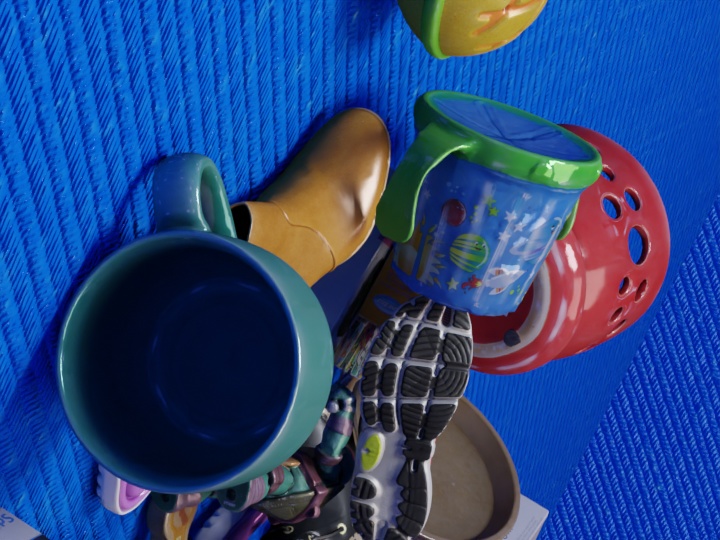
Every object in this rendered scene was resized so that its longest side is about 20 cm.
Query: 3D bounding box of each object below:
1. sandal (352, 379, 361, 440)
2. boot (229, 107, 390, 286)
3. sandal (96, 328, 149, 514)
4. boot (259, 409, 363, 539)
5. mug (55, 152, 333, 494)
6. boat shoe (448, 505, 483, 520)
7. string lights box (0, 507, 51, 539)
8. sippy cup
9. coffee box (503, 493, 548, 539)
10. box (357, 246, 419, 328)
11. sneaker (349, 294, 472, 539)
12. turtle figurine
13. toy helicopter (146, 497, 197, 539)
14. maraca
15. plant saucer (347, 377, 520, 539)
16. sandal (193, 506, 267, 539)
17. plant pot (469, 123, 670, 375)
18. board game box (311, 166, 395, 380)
[{"bbox_3d":[0.041,0.092,1.894,0.212,0.070,0.078,-72,152,-69],"label":"sandal"},{"bbox_3d":[-0.051,-0.032,1.489,0.201,0.071,0.144,-62,162,-4],"label":"boot"},{"bbox_3d":[-0.136,0.099,1.492,0.082,0.050,0.203,-51,163,-31],"label":"sandal"},{"bbox_3d":[-0.059,0.179,1.784,0.073,0.154,0.203,-19,173,37],"label":"boot"},{"bbox_3d":[-0.085,0.041,1.347,0.185,0.152,0.114,-61,167,5],"label":"mug"},{"bbox_3d":[0.022,0.200,2.024,0.062,0.200,0.075,-108,-143,-57],"label":"boat shoe"},{"bbox_3d":[-0.169,0.243,1.360,0.059,0.200,0.103,-29,147,-62],"label":"string lights box"},{"bbox_3d":[0.085,-0.043,1.587,0.140,0.178,0.130,-122,-131,-66],"label":"sippy cup"},{"bbox_3d":[0.026,0.297,2.136,0.200,0.198,0.200,-47,163,-43],"label":"coffee box"},{"bbox_3d":[0.061,-0.018,1.710,0.200,0.041,0.119,-59,165,-1],"label":"box"},{"bbox_3d":[0.029,0.101,1.657,0.085,0.077,0.200,-91,-164,-73],"label":"sneaker"},{"bbox_3d":[-0.057,0.137,1.656,0.150,0.101,0.200,-27,171,34],"label":"turtle figurine"},{"bbox_3d":[-0.145,0.245,1.715,0.132,0.079,0.200,-26,132,-55],"label":"toy helicopter"},{"bbox_3d":[0.075,-0.214,1.478,0.137,0.107,0.200,-63,167,-15],"label":"maraca"},{"bbox_3d":[0.054,0.169,2.000,0.029,0.200,0.200,-50,174,35],"label":"plant saucer"},{"bbox_3d":[-0.078,0.202,1.863,0.203,0.050,0.083,-46,160,-44],"label":"sandal"},{"bbox_3d":[0.140,-0.011,1.932,0.182,0.200,0.201,-27,145,-53],"label":"plant pot"},{"bbox_3d":[0.000,0.000,1.738,0.148,0.064,0.200,-59,167,-2],"label":"board game box"}]
